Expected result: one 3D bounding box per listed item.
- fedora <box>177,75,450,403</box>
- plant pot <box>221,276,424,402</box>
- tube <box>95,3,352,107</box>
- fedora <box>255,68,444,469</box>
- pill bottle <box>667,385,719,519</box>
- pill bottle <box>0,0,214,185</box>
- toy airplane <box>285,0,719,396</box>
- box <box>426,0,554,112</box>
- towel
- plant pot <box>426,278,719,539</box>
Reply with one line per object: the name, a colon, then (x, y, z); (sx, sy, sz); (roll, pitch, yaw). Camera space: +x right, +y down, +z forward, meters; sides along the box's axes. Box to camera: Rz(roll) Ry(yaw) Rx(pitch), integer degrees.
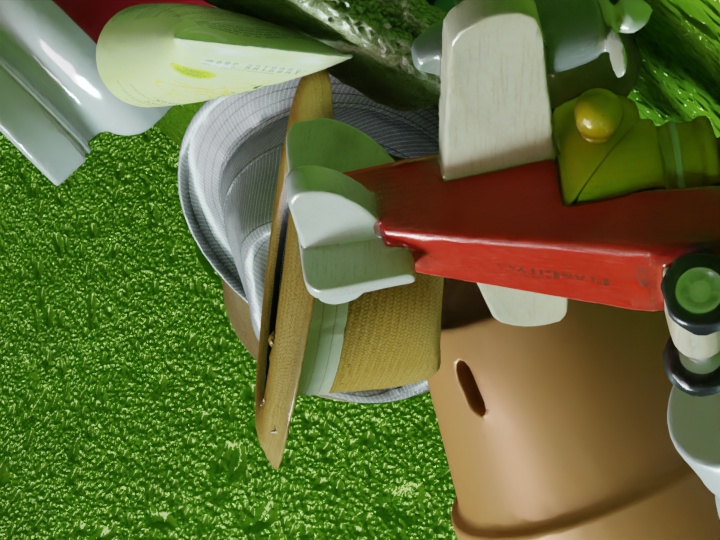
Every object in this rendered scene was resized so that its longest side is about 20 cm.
fedora: (-0.007, -0.005, 1.296); (0.200, 0.177, 0.090); (54, -150, -32)
plant pot: (-0.004, -0.055, 1.412); (0.186, 0.186, 0.200); (42, 162, 29)
tube: (-0.074, -0.098, 1.142); (0.052, 0.058, 0.200); (55, 165, -15)
fedora: (0.000, 0.000, 1.137); (0.082, 0.201, 0.201); (7, 178, -4)
pill bottle: (0.224, 0.105, 1.090); (0.200, 0.113, 0.113); (47, 175, -32)
pill bottle: (-0.116, -0.144, 1.299); (0.112, 0.200, 0.112); (44, 176, 4)
toy airplane: (0.066, -0.041, 0.994); (0.199, 0.141, 0.200); (28, 154, -29)
box: (0.025, -0.135, 1.186); (0.200, 0.036, 0.144); (46, 175, -31)
towel: (-0.038, -0.131, 1.109); (0.200, 0.037, 0.148); (31, 176, -11)
plant pot: (0.116, 0.054, 1.220); (0.140, 0.200, 0.200); (61, 172, -12)
